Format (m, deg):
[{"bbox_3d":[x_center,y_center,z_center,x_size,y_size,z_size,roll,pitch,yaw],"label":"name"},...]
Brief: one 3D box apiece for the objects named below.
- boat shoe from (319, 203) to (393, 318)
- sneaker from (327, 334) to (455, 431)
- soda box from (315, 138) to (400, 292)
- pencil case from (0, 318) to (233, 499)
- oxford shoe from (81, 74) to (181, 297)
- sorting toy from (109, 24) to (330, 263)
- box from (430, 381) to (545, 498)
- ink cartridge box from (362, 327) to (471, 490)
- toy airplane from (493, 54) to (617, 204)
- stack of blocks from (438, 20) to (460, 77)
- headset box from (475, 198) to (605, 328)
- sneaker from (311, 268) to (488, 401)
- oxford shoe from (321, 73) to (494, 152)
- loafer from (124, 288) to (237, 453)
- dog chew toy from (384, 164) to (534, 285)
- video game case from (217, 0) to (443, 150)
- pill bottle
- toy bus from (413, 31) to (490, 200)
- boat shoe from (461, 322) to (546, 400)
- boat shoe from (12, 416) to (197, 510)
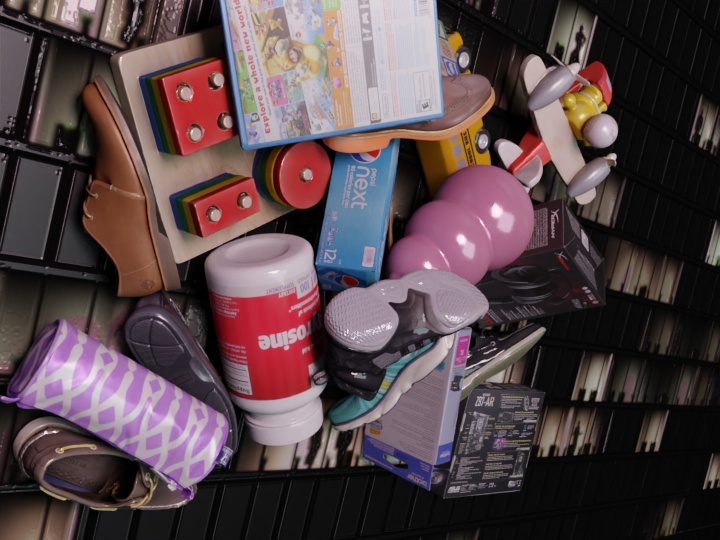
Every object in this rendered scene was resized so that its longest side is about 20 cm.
[{"bbox_3d":[0.000,0.000,0.937,0.071,0.067,0.203,-16,113,-42],"label":"boat shoe"},{"bbox_3d":[0.025,0.111,0.960,0.079,0.078,0.200,40,111,-7],"label":"sneaker"},{"bbox_3d":[0.001,-0.080,0.856,0.068,0.063,0.203,85,14,-66],"label":"soda box"},{"bbox_3d":[-0.214,0.126,0.728,0.199,0.084,0.086,37,68,-23],"label":"pencil case"},{"bbox_3d":[-0.217,-0.067,0.714,0.070,0.071,0.203,-15,109,-13],"label":"oxford shoe"},{"bbox_3d":[-0.115,-0.131,0.788,0.198,0.069,0.203,-29,120,-35],"label":"sorting toy"},{"bbox_3d":[0.188,0.250,1.207,0.198,0.043,0.163,10,95,-45],"label":"box"},{"bbox_3d":[0.067,0.155,1.009,0.042,0.118,0.203,2,100,-49],"label":"ink cartridge box"},{"bbox_3d":[0.278,-0.187,1.101,0.198,0.140,0.202,-7,107,-43],"label":"toy airplane"},{"bbox_3d":[0.012,-0.252,0.844,0.198,0.058,0.117,9,58,-45],"label":"stack of blocks"},{"bbox_3d":[0.198,-0.002,1.054,0.149,0.198,0.078,42,44,-43],"label":"headset box"},{"bbox_3d":[0.037,0.067,0.832,0.198,0.076,0.115,-9,138,-35],"label":"sneaker"},{"bbox_3d":[0.055,-0.175,0.812,0.198,0.071,0.074,-19,136,-24],"label":"oxford shoe"},{"bbox_3d":[-0.170,0.105,0.809,0.071,0.063,0.202,-15,122,6],"label":"loafer"},{"bbox_3d":[0.107,-0.033,0.921,0.199,0.124,0.126,-38,125,-26],"label":"dog chew toy"},{"bbox_3d":[-0.022,-0.197,0.737,0.197,0.018,0.145,-12,111,-13],"label":"video game case"},{"bbox_3d":[-0.092,0.073,0.839,0.111,0.111,0.203,-24,117,-37],"label":"pill bottle"},{"bbox_3d":[0.103,-0.184,0.988,0.078,0.065,0.202,-39,126,-27],"label":"toy bus"},{"bbox_3d":[0.163,0.116,1.109,0.198,0.066,0.075,-34,157,-10],"label":"boat shoe"},{"bbox_3d":[-0.231,0.196,0.771,0.199,0.059,0.072,35,88,-44],"label":"boat shoe"}]
